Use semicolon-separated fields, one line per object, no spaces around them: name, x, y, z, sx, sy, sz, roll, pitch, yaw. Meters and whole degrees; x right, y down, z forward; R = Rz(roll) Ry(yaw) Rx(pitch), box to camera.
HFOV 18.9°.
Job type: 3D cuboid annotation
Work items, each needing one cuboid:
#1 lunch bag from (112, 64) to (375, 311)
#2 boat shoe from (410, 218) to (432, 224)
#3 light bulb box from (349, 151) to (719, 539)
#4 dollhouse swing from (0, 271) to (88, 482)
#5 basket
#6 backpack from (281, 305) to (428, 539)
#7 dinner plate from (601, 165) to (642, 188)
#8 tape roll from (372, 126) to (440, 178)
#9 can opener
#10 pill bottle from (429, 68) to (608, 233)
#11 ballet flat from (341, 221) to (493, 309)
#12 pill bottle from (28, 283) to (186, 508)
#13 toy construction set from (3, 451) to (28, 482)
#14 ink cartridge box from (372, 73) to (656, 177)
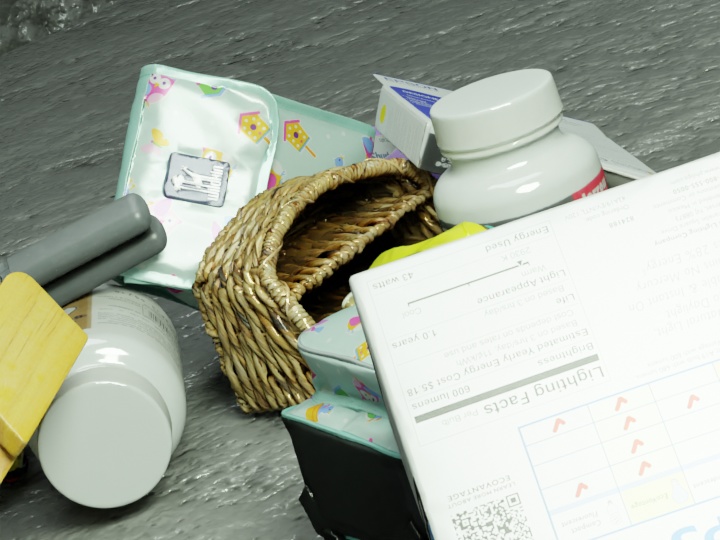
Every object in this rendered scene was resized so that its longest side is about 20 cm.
lunch bag;-0.099;-0.052;1.634;0.200;0.171;0.122;18;-12;-40
boat shoe;0.087;-0.033;1.675;0.199;0.072;0.064;7;19;26
light bulb box;0.120;0.081;1.021;0.197;0.125;0.201;-18;60;1
dollhouse swing;-0.304;0.086;1.376;0.200;0.176;0.182;-51;8;29
basket;0.000;0.000;1.541;0.149;0.143;0.200;-4;22;43
backpack;0.072;0.073;1.226;0.199;0.154;0.176;-18;12;-28
dinner plate;0.213;-0.039;1.472;0.199;0.024;0.200;19;0;0
tape roll;-0.021;-0.063;1.902;0.199;0.066;0.200;-17;16;5
can opener;-0.227;0.021;1.526;0.199;0.053;0.067;-28;48;4
pill bottle;0.111;-0.022;1.386;0.110;0.201;0.111;-17;18;6
ballet flat;0.026;0.018;1.372;0.067;0.067;0.200;-26;-4;-28
pill bottle;-0.178;0.088;1.507;0.114;0.115;0.200;-19;17;-1
toy construction set;-0.307;0.107;1.586;0.131;0.092;0.200;4;36;-8
ink cartridge box;0.115;-0.094;1.657;0.197;0.047;0.200;12;11;-14
